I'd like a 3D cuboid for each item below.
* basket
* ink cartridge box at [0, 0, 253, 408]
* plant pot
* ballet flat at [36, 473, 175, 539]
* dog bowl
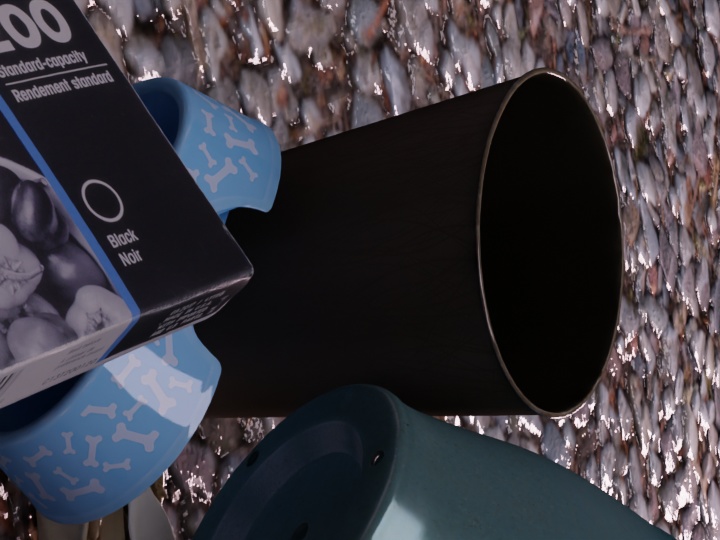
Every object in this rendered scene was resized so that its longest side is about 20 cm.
[{"bbox_3d":[0.000,0.000,0.795,0.136,0.199,0.181,65,33,-26],"label":"basket"},{"bbox_3d":[-0.157,-0.046,0.601,0.200,0.043,0.198,53,36,9],"label":"ink cartridge box"},{"bbox_3d":[0.031,0.153,0.718,0.188,0.200,0.201,40,49,-24],"label":"plant pot"},{"bbox_3d":[-0.103,0.161,0.734,0.069,0.069,0.201,2,84,-59],"label":"ballet flat"},{"bbox_3d":[-0.102,0.004,0.725,0.050,0.111,0.201,40,52,-36],"label":"dog bowl"}]
